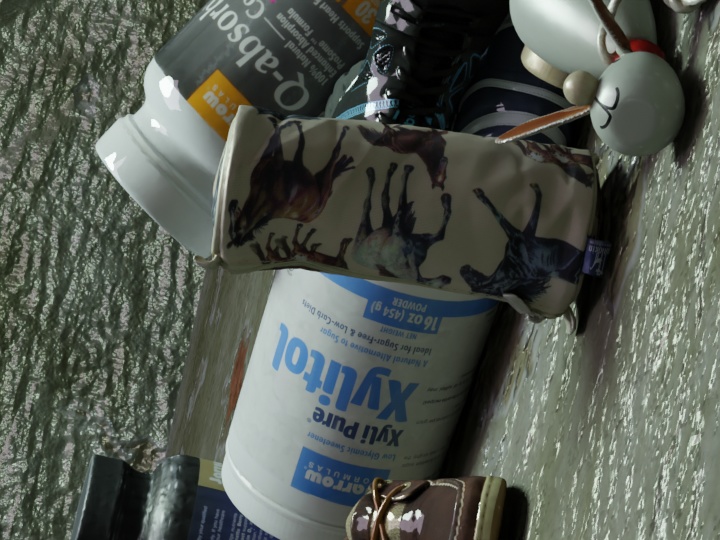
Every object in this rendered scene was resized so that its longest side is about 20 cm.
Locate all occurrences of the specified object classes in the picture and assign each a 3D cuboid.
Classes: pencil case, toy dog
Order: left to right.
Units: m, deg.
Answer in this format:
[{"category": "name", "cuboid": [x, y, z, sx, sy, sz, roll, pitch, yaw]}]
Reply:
[{"category": "pencil case", "cuboid": [0.020, -0.026, 1.137, 0.078, 0.198, 0.090, 118, 158, -71]}, {"category": "toy dog", "cuboid": [0.098, -0.121, 1.118, 0.200, 0.096, 0.133, -149, 73, -81]}]

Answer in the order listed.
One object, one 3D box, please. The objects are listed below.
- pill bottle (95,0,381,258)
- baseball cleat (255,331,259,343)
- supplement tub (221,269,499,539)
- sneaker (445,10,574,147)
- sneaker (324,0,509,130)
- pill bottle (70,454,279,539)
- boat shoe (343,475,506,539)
[{"category": "pill bottle", "cuboid": [-0.053, -0.110, 1.354, 0.200, 0.116, 0.116, -45, 12, 5]}, {"category": "baseball cleat", "cuboid": [-0.015, 0.058, 1.550, 0.200, 0.106, 0.070, 125, 163, -63]}, {"category": "supplement tub", "cuboid": [0.003, 0.051, 1.366, 0.132, 0.131, 0.201, -94, 19, -64]}, {"category": "sneaker", "cuboid": [0.071, -0.073, 1.313, 0.200, 0.070, 0.109, 132, 152, -67]}, {"category": "sneaker", "cuboid": [0.037, -0.110, 1.234, 0.082, 0.073, 0.201, -91, 18, -45]}, {"category": "pill bottle", "cuboid": [-0.085, 0.182, 1.497, 0.112, 0.198, 0.113, -166, 90, -82]}, {"category": "boat shoe", "cuboid": [0.026, 0.147, 1.251, 0.200, 0.071, 0.073, 132, 150, -73]}]
